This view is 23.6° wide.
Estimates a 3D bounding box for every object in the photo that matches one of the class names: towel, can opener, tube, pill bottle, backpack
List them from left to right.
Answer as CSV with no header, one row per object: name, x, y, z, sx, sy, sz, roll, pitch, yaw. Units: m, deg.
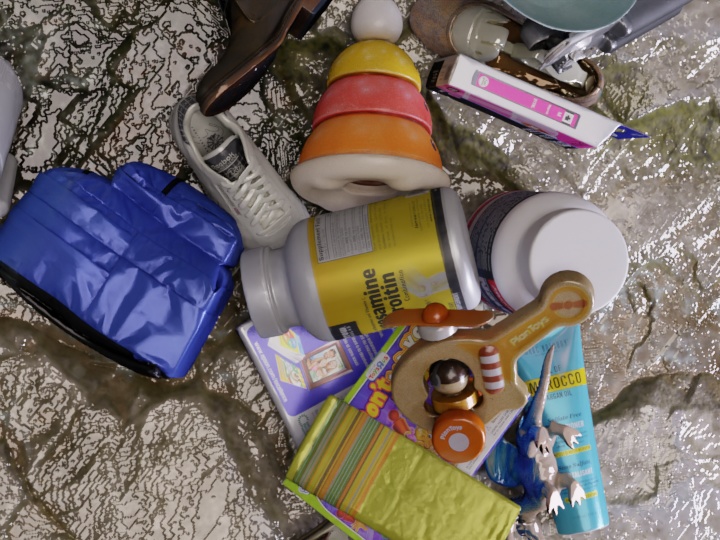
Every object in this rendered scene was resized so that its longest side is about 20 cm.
backpack,-0.212,-0.013,1.520,0.199,0.163,0.168,29,82,2
pill bottle,0.000,0.000,1.527,0.199,0.112,0.113,-13,95,7
towel,0.037,0.195,1.528,0.199,0.018,0.086,30,90,8
pill bottle,0.167,-0.012,1.563,0.119,0.200,0.120,0,93,-10
tube,0.194,0.151,1.659,0.077,0.050,0.201,-13,90,-12
can opener,0.229,-0.241,1.604,0.200,0.053,0.067,-31,82,-35

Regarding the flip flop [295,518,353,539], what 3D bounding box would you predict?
flip flop,-0.027,0.281,1.599,0.200,0.058,0.081,-41,124,2

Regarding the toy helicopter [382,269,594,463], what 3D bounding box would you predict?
toy helicopter,0.108,0.060,1.463,0.200,0.079,0.132,-37,107,18

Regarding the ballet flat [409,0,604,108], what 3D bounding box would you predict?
ballet flat,0.143,-0.210,1.616,0.199,0.067,0.068,21,90,-10

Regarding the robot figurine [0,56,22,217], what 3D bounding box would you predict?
robot figurine,-0.354,-0.118,1.468,0.113,0.201,0.170,-24,130,27

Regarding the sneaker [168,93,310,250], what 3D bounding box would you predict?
sneaker,-0.105,-0.074,1.573,0.076,0.080,0.200,-41,100,-7

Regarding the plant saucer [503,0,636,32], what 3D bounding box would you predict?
plant saucer,0.166,-0.301,1.563,0.200,0.039,0.202,9,69,-25

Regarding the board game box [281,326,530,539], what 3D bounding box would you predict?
board game box,0.042,0.154,1.564,0.134,0.045,0.200,36,86,10

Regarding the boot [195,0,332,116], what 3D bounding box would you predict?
boot,-0.109,-0.224,1.551,0.097,0.075,0.200,40,55,0

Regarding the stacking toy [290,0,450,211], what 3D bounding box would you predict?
stacking toy,0.012,-0.160,1.578,0.145,0.146,0.201,5,77,-10

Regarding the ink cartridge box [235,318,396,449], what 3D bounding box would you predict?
ink cartridge box,0.013,0.093,1.620,0.199,0.043,0.199,-27,98,-6

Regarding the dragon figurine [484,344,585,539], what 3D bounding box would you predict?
dragon figurine,0.154,0.173,1.618,0.059,0.099,0.201,-17,101,-39

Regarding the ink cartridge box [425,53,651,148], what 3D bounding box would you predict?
ink cartridge box,0.164,-0.149,1.609,0.199,0.095,0.037,20,90,-11
